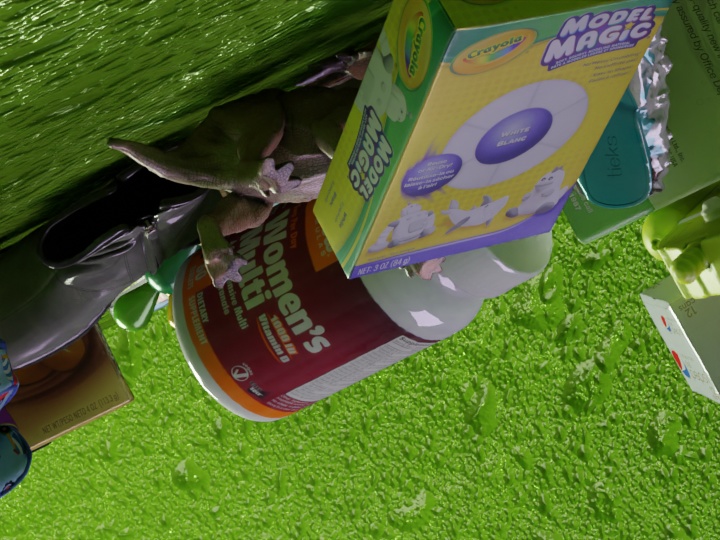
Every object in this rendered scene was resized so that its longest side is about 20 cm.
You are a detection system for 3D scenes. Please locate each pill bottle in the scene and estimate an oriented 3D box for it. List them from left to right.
[{"bbox_3d":[0.000,0.000,1.189,0.199,0.110,0.109,-28,178,33],"label":"pill bottle"}]

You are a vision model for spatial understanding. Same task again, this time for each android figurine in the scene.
[{"bbox_3d":[0.227,-0.044,1.116,0.182,0.041,0.200,-23,-171,45],"label":"android figurine"}]

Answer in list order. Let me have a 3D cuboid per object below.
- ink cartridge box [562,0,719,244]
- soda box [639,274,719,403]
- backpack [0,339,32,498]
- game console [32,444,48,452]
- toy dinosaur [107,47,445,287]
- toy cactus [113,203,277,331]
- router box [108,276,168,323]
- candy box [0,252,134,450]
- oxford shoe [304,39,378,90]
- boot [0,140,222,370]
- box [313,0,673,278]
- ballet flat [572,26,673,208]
[{"bbox_3d":[0.177,-0.125,1.118,0.199,0.146,0.084,-26,-179,25],"label":"ink cartridge box"},{"bbox_3d":[0.257,-0.008,1.174,0.199,0.068,0.064,-32,-172,-5],"label":"soda box"},{"bbox_3d":[-0.252,0.077,1.093,0.182,0.135,0.200,-27,177,-43],"label":"backpack"},{"bbox_3d":[-0.295,0.097,1.719,0.199,0.119,0.170,-26,180,-42],"label":"game console"},{"bbox_3d":[-0.031,-0.067,1.077,0.198,0.136,0.086,-5,133,-12],"label":"toy dinosaur"},{"bbox_3d":[-0.089,-0.036,1.426,0.199,0.103,0.165,-24,161,4],"label":"toy cactus"},{"bbox_3d":[-0.093,-0.034,1.621,0.199,0.062,0.150,-26,-179,-22],"label":"router box"},{"bbox_3d":[-0.253,0.071,1.324,0.199,0.117,0.056,-25,179,-5],"label":"candy box"},{"bbox_3d":[0.061,-0.096,1.197,0.199,0.075,0.070,-12,166,-28],"label":"oxford shoe"},{"bbox_3d":[-0.158,-0.013,1.199,0.199,0.068,0.131,-34,174,8],"label":"boot"},{"bbox_3d":[0.060,-0.081,0.942,0.117,0.049,0.201,-14,148,-26],"label":"box"},{"bbox_3d":[0.113,-0.114,1.019,0.071,0.072,0.201,-26,140,-12],"label":"ballet flat"}]
